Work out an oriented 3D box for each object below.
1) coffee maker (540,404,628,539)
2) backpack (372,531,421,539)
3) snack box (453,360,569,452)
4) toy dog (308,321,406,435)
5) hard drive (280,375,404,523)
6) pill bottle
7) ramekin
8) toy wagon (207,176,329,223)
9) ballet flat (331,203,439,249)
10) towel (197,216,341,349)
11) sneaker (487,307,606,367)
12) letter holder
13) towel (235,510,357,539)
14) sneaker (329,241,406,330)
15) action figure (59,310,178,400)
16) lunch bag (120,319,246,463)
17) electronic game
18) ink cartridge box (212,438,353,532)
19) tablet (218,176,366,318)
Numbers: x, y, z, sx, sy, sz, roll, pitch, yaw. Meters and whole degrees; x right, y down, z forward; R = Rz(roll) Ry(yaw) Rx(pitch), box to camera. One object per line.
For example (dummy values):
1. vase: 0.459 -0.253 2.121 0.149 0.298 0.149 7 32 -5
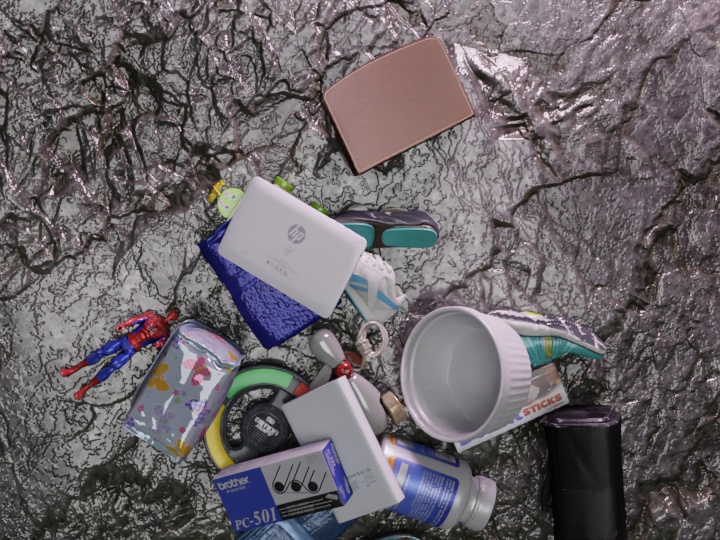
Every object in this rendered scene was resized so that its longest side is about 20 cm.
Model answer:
1. coffee maker: 0.356 0.321 1.708 0.132 0.192 0.203 -7 97 -4
2. backpack: 0.032 0.500 1.732 0.198 0.127 0.168 -30 91 -7
3. snack box: 0.231 0.218 1.771 0.198 0.024 0.073 -24 97 -2
4. toy dog: -0.012 0.180 1.713 0.130 0.096 0.203 -15 91 -16
5. hard drive: -0.028 0.272 1.667 0.131 0.026 0.202 -27 89 37
6. pill bottle: 0.107 0.338 1.730 0.197 0.112 0.113 21 94 -6
7. ramekin: 0.167 0.157 1.678 0.104 0.199 0.203 4 98 -47
8. toy wagon: -0.149 -0.066 1.702 0.199 0.040 0.156 35 92 -8
9. ballet flat: 0.023 -0.068 1.704 0.197 0.073 0.074 0 96 -9
10. towel: -0.135 0.002 1.671 0.147 0.050 0.202 -31 98 6
11. sneaker: 0.289 0.113 1.750 0.197 0.078 0.081 11 107 3
12. letter holder: 0.051 -0.251 1.671 0.198 0.101 0.144 -27 96 -2
13. towel: -0.091 0.402 1.752 0.200 0.049 0.112 -42 98 0
14. sneaker: 0.000 0.000 1.681 0.080 0.077 0.201 -38 132 -4
15. action figure: -0.364 0.121 1.676 0.199 0.099 0.066 -34 89 -3
16. lunch bag: -0.258 0.172 1.638 0.126 0.200 0.171 32 93 1
17. electronic game: -0.150 0.246 1.731 0.197 0.042 0.203 0 94 -2
18. ink cartridge box: -0.118 0.327 1.673 0.198 0.044 0.095 -18 99 24
19. tablet: -0.101 -0.034 1.609 0.198 0.014 0.131 30 100 10
